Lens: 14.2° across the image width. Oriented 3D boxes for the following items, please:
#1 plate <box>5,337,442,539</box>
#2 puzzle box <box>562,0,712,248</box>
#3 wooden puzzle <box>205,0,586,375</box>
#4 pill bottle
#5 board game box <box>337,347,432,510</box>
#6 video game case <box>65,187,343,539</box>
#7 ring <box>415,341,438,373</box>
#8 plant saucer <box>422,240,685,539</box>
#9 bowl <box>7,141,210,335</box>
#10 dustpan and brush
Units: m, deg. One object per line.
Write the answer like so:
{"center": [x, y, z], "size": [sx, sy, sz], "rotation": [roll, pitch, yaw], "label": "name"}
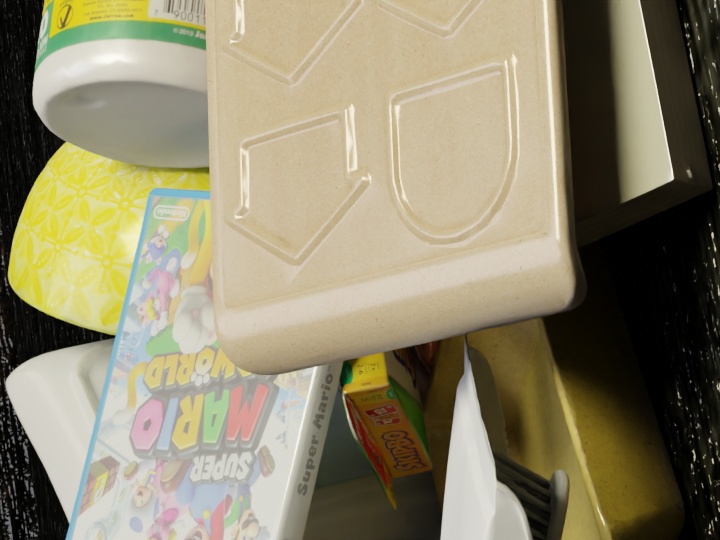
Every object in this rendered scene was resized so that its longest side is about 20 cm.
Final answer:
{"center": [-0.051, 0.074, 1.378], "size": [0.200, 0.199, 0.032], "rotation": [-123, 25, -50], "label": "plate"}
{"center": [0.061, -0.103, 1.114], "size": [0.133, 0.025, 0.201], "rotation": [-24, 66, 41], "label": "puzzle box"}
{"center": [0.014, -0.070, 1.109], "size": [0.185, 0.046, 0.201], "rotation": [-14, 78, 43], "label": "wooden puzzle"}
{"center": [-0.085, -0.158, 1.329], "size": [0.113, 0.112, 0.201], "rotation": [121, 156, -68], "label": "pill bottle"}
{"center": [0.000, 0.000, 1.294], "size": [0.096, 0.030, 0.201], "rotation": [63, -162, -61], "label": "board game box"}
{"center": [-0.067, 0.065, 1.260], "size": [0.143, 0.018, 0.201], "rotation": [6, 80, 48], "label": "video game case"}
{"center": [0.031, -0.043, 1.430], "size": [0.200, 0.019, 0.201], "rotation": [176, 90, -77], "label": "ring"}
{"center": [0.080, 0.084, 1.194], "size": [0.200, 0.048, 0.200], "rotation": [102, 160, -51], "label": "plant saucer"}
{"center": [-0.071, -0.042, 1.415], "size": [0.200, 0.199, 0.108], "rotation": [-129, 42, -68], "label": "bowl"}
{"center": [0.059, 0.141, 1.110], "size": [0.140, 0.057, 0.201], "rotation": [-98, 14, -70], "label": "dustpan and brush"}
